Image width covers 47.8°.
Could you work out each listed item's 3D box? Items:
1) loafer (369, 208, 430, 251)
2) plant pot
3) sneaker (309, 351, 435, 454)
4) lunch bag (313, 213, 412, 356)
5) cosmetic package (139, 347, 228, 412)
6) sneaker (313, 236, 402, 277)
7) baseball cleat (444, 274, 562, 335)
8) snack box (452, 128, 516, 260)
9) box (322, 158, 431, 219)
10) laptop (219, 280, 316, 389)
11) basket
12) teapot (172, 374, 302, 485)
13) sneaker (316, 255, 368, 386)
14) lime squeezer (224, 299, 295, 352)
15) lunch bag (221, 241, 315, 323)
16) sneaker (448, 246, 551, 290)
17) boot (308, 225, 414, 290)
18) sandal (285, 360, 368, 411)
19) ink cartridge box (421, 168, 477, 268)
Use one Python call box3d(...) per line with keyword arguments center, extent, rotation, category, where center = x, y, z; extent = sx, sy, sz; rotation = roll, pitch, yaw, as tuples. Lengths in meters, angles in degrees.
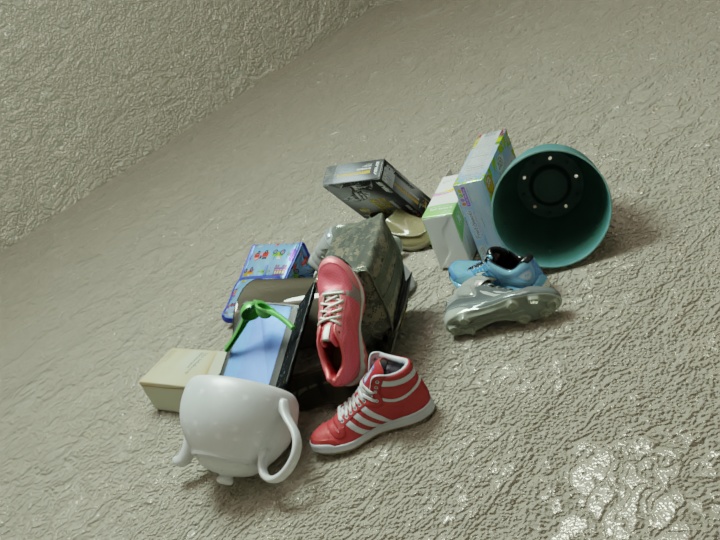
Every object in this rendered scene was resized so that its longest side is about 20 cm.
box3d(center=(0.085, -0.088, 1.692), extent=(0.198, 0.068, 0.076), rotation=(1, 37, 44), category="loafer")
box3d(center=(0.330, -0.127, 1.418), extent=(0.197, 0.204, 0.161), rotation=(-16, 16, 18), category="plant pot")
box3d(center=(0.001, 0.192, 1.201), extent=(0.197, 0.114, 0.072), rotation=(-23, 25, 6), category="sneaker")
box3d(center=(0.021, 0.039, 1.369), extent=(0.116, 0.202, 0.165), rotation=(-12, 32, 23), category="lunch bag")
box3d(center=(-0.300, 0.204, 1.493), extent=(0.198, 0.074, 0.104), rotation=(-4, 33, 39), category="cosmetic package")
box3d(center=(-0.009, -0.029, 1.665), extent=(0.197, 0.071, 0.081), rotation=(-23, 23, 7), category="sneaker")
box3d(center=(0.225, 0.041, 1.315), extent=(0.197, 0.070, 0.108), rotation=(-14, 43, 22), category="baseball cleat")
box3d(center=(0.252, -0.143, 1.530), extent=(0.067, 0.171, 0.201), rotation=(-10, 29, 29), category="snack box")
box3d(center=(0.039, -0.163, 1.729), extent=(0.156, 0.199, 0.049), rotation=(-2, 66, 38), category="box")
box3d(center=(-0.159, 0.114, 1.349), extent=(0.200, 0.102, 0.180), rotation=(127, 159, -64), category="laptop")
box3d(center=(-0.108, 0.078, 1.494), extent=(0.197, 0.138, 0.181), rotation=(-8, 24, 24), category="basket")
box3d(center=(-0.187, 0.249, 1.230), extent=(0.194, 0.200, 0.149), rotation=(11, 72, -4), category="teapot")
box3d(center=(-0.033, 0.078, 1.224), extent=(0.073, 0.204, 0.087), rotation=(-8, 0, 23), category="sneaker")
box3d(center=(-0.172, 0.081, 1.350), extent=(0.198, 0.037, 0.072), rotation=(-20, 49, 45), category="lime squeezer")
box3d(center=(-0.195, 0.045, 1.699), extent=(0.149, 0.095, 0.202), rotation=(-2, 47, 37), category="lunch bag")
box3d(center=(0.230, -0.007, 1.390), extent=(0.198, 0.091, 0.078), rotation=(3, 37, 46), category="sneaker")
box3d(center=(0.000, 0.000, 1.530), extent=(0.096, 0.198, 0.074), rotation=(-48, 16, 36), category="boot")
box3d(center=(-0.036, 0.184, 1.316), extent=(0.197, 0.083, 0.054), rotation=(-18, 4, 31), category="sandal")
box3d(center=(0.192, -0.110, 1.580), extent=(0.066, 0.118, 0.201), rotation=(-8, 31, 29), category="ink cartridge box")
